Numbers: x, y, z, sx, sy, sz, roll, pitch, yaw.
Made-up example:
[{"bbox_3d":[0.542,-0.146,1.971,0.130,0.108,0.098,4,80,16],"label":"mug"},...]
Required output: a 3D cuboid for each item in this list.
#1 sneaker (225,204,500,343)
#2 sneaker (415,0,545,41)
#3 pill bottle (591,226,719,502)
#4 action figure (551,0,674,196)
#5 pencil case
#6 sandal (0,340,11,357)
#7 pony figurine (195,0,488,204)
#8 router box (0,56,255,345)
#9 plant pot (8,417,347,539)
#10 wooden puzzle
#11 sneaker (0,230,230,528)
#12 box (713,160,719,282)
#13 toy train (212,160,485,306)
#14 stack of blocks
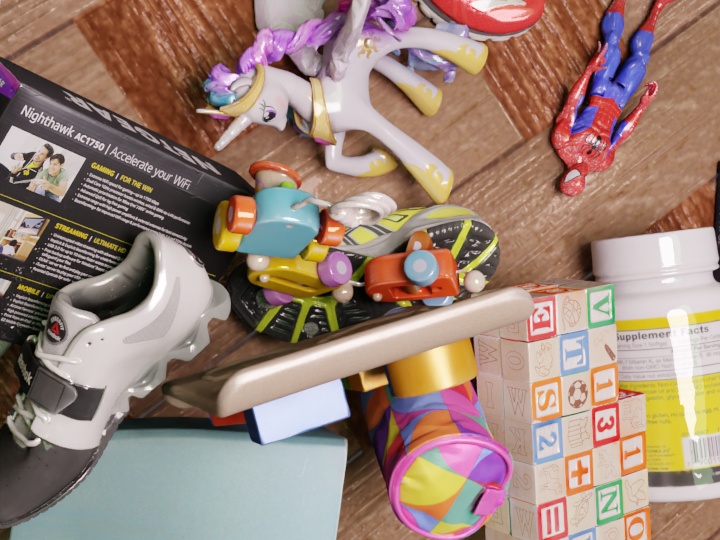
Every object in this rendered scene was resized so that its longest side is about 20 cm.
[{"bbox_3d":[0.000,0.000,0.842,0.199,0.076,0.076,-10,112,-4],"label":"sneaker"},{"bbox_3d":[0.061,-0.245,0.861,0.200,0.085,0.077,33,79,-14],"label":"sneaker"},{"bbox_3d":[0.239,0.070,0.891,0.114,0.114,0.201,-7,90,-18],"label":"pill bottle"},{"bbox_3d":[0.204,-0.151,0.926,0.065,0.052,0.201,26,82,-20],"label":"action figure"},{"bbox_3d":[0.047,0.098,0.785,0.088,0.200,0.089,-2,114,-5],"label":"pencil case"},{"bbox_3d":[-0.222,-0.014,0.777,0.079,0.059,0.207,40,92,5],"label":"sandal"},{"bbox_3d":[-0.008,-0.157,0.815,0.200,0.166,0.194,15,91,-32],"label":"pony figurine"},{"bbox_3d":[-0.172,-0.022,0.703,0.200,0.051,0.149,25,102,-48],"label":"router box"},{"bbox_3d":[-0.124,0.164,0.759,0.199,0.141,0.142,9,85,-9],"label":"plant pot"},{"bbox_3d":[-0.013,0.061,0.682,0.185,0.200,0.046,-16,89,-19],"label":"wooden puzzle"},{"bbox_3d":[-0.172,0.057,0.671,0.200,0.074,0.089,-50,141,-14],"label":"sneaker"},{"bbox_3d":[0.380,0.004,0.897,0.124,0.197,0.201,6,85,-18],"label":"box"},{"bbox_3d":[-0.008,-0.024,0.733,0.150,0.200,0.056,-7,69,17],"label":"toy train"},{"bbox_3d":[0.147,0.109,0.828,0.115,0.059,0.201,-9,98,-35],"label":"stack of blocks"}]
